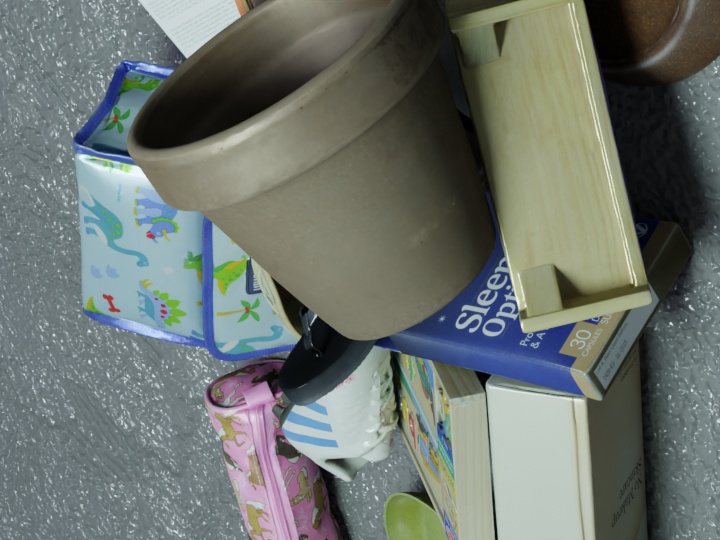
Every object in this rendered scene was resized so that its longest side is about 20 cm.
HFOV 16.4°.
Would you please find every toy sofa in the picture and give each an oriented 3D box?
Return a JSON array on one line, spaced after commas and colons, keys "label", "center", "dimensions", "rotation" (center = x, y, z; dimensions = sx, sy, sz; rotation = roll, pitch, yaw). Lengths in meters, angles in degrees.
[{"label": "toy sofa", "center": [0.112, -0.071, 1.480], "dimensions": [0.082, 0.098, 0.201], "rotation": [-14, 99, 4]}]

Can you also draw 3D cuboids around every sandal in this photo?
[{"label": "sandal", "center": [0.000, 0.000, 1.628], "dimensions": [0.043, 0.201, 0.076], "rotation": [39, 162, -22]}]

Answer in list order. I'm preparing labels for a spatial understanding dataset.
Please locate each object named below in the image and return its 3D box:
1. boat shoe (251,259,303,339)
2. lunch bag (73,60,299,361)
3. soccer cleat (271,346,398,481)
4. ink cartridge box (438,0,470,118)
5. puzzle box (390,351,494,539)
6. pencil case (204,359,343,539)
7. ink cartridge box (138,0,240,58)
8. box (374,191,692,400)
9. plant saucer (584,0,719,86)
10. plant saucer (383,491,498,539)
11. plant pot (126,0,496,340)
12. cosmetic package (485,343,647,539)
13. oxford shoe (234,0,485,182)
[{"label": "boat shoe", "center": [-0.043, -0.042, 1.633], "dimensions": [0.201, 0.073, 0.063], "rotation": [81, 173, -46]}, {"label": "lunch bag", "center": [-0.094, -0.033, 1.755], "dimensions": [0.199, 0.128, 0.171], "rotation": [13, 135, 9]}, {"label": "soccer cleat", "center": [0.001, 0.084, 1.739], "dimensions": [0.086, 0.070, 0.200], "rotation": [44, 152, 7]}, {"label": "ink cartridge box", "center": [0.030, -0.156, 1.584], "dimensions": [0.199, 0.048, 0.146], "rotation": [1, 126, 31]}, {"label": "puzzle box", "center": [0.051, 0.092, 1.674], "dimensions": [0.200, 0.025, 0.134], "rotation": [-116, 18, -61]}, {"label": "pencil case", "center": [-0.061, 0.166, 1.882], "dimensions": [0.086, 0.083, 0.201], "rotation": [8, 118, 45]}, {"label": "ink cartridge box", "center": [-0.057, -0.169, 1.710], "dimensions": [0.200, 0.050, 0.161], "rotation": [48, 143, -16]}, {"label": "box", "center": [0.099, 0.010, 1.583], "dimensions": [0.199, 0.121, 0.032], "rotation": [10, 148, 43]}, {"label": "plant saucer", "center": [0.140, -0.198, 1.475], "dimensions": [0.200, 0.034, 0.201], "rotation": [27, 132, 35]}, {"label": "plant saucer", "center": [0.086, 0.237, 1.773], "dimensions": [0.200, 0.031, 0.200], "rotation": [50, 160, 27]}, {"label": "plant pot", "center": [-0.008, -0.061, 1.459], "dimensions": [0.200, 0.200, 0.175], "rotation": [-9, 123, 49]}, {"label": "cosmetic package", "center": [0.137, 0.139, 1.628], "dimensions": [0.073, 0.104, 0.201], "rotation": [7, 121, 25]}, {"label": "oxford shoe", "center": [0.006, -0.125, 1.561], "dimensions": [0.200, 0.071, 0.073], "rotation": [43, 111, -3]}]
